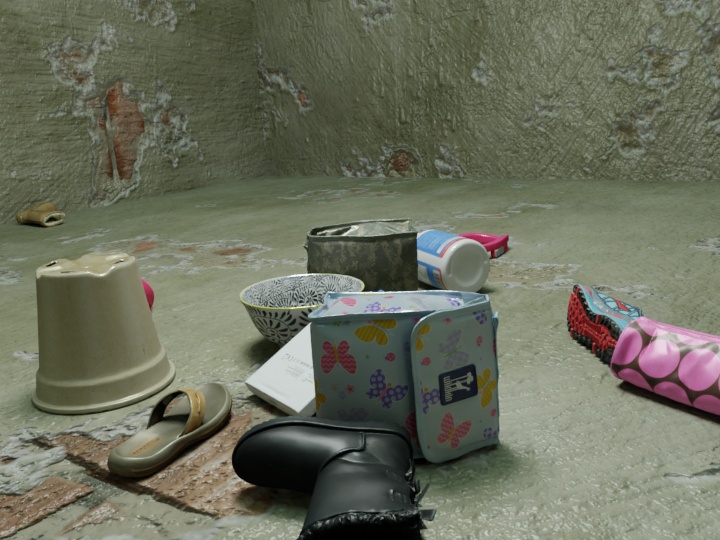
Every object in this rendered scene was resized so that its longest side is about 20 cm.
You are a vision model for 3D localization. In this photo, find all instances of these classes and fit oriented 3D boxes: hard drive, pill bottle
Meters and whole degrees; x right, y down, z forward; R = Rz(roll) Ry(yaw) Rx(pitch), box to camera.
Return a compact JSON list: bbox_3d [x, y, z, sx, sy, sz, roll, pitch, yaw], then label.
[{"bbox_3d":[-0.046,0.108,0.907,0.200,0.027,0.131,-42,32,-26],"label":"hard drive"},{"bbox_3d":[0.162,-0.023,1.364,0.111,0.113,0.200,-10,16,-23],"label":"pill bottle"}]

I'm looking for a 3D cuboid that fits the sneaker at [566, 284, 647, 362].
[{"bbox_3d":[0.376,0.082,1.004,0.095,0.080,0.200,4,21,-8],"label":"sneaker"}]

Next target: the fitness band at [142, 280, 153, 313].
[{"bbox_3d":[-0.426,0.051,1.115,0.143,0.038,0.200,28,-39,-28],"label":"fitness band"}]

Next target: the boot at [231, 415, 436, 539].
[{"bbox_3d":[-0.033,0.203,0.615,0.196,0.074,0.163,-3,17,2],"label":"boot"}]

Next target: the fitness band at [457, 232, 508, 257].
[{"bbox_3d":[0.282,-0.063,1.653,0.143,0.038,0.200,4,15,28],"label":"fitness band"}]

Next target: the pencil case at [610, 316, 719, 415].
[{"bbox_3d":[0.401,0.112,0.804,0.090,0.095,0.199,-14,17,-35],"label":"pencil case"}]

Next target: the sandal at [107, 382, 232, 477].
[{"bbox_3d":[-0.220,0.174,0.800,0.080,0.054,0.200,2,15,23],"label":"sandal"}]

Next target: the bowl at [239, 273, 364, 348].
[{"bbox_3d":[-0.090,0.074,1.082,0.199,0.095,0.201,-4,15,1],"label":"bowl"}]

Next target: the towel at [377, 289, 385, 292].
[{"bbox_3d":[0.043,0.104,0.916,0.147,0.024,0.200,-40,37,-19],"label":"towel"}]

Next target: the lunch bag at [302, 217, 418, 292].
[{"bbox_3d":[0.000,0.000,1.208,0.198,0.165,0.118,-4,19,-4],"label":"lunch bag"}]

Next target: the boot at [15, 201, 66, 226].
[{"bbox_3d":[-1.197,-0.212,2.589,0.199,0.067,0.175,5,29,33],"label":"boot"}]

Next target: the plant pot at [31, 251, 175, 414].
[{"bbox_3d":[-0.376,0.076,0.964,0.199,0.185,0.201,-3,14,1],"label":"plant pot"}]

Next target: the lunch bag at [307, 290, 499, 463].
[{"bbox_3d":[0.052,0.111,0.739,0.198,0.171,0.127,-1,13,9],"label":"lunch bag"}]
